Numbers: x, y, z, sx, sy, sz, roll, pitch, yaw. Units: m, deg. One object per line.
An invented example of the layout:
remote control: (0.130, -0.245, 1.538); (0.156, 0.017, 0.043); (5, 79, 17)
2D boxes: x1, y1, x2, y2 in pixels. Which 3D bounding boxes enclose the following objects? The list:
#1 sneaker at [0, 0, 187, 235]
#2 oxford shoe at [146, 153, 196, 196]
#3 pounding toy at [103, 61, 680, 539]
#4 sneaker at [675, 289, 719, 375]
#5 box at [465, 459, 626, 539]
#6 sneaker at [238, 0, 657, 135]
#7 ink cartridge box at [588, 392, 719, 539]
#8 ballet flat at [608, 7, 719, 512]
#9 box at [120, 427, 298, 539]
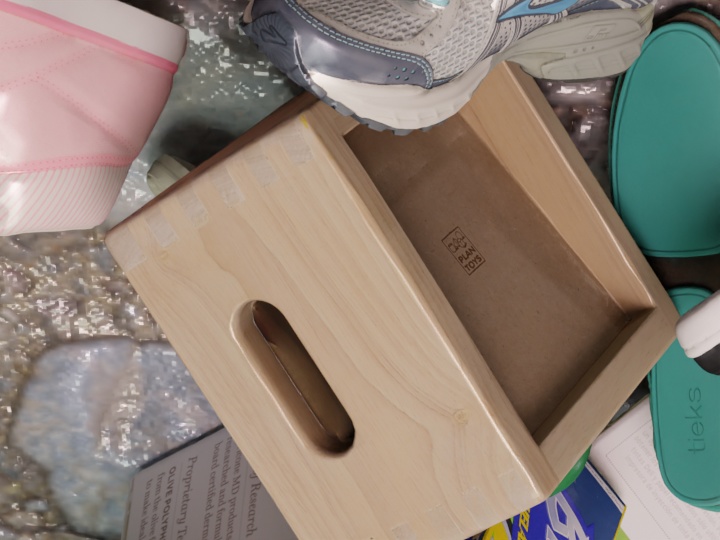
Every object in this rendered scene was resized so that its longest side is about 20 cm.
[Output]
sneaker: (-0.155, -0.068, 0.927); (0.200, 0.105, 0.075); (18, -177, -43)
oxford shoe: (0.000, 0.000, 1.071); (0.200, 0.075, 0.058); (31, 90, -17)
pounding toy: (0.008, 0.036, 0.952); (0.142, 0.184, 0.200); (-29, 97, 33)
sneaker: (0.218, 0.025, 0.966); (0.199, 0.112, 0.073); (-23, 172, -31)
box: (0.038, 0.144, 0.995); (0.070, 0.200, 0.064); (-25, 115, 36)
sneaker: (0.039, -0.110, 0.882); (0.200, 0.078, 0.087); (-20, 145, -47)
ink cartridge box: (0.204, 0.084, 1.082); (0.200, 0.148, 0.076); (-39, 168, 8)
ballet flat: (0.140, -0.006, 1.023); (0.067, 0.070, 0.201); (1, 102, 32)
box: (0.010, 0.184, 1.163); (0.171, 0.201, 0.199); (-28, 128, 28)
